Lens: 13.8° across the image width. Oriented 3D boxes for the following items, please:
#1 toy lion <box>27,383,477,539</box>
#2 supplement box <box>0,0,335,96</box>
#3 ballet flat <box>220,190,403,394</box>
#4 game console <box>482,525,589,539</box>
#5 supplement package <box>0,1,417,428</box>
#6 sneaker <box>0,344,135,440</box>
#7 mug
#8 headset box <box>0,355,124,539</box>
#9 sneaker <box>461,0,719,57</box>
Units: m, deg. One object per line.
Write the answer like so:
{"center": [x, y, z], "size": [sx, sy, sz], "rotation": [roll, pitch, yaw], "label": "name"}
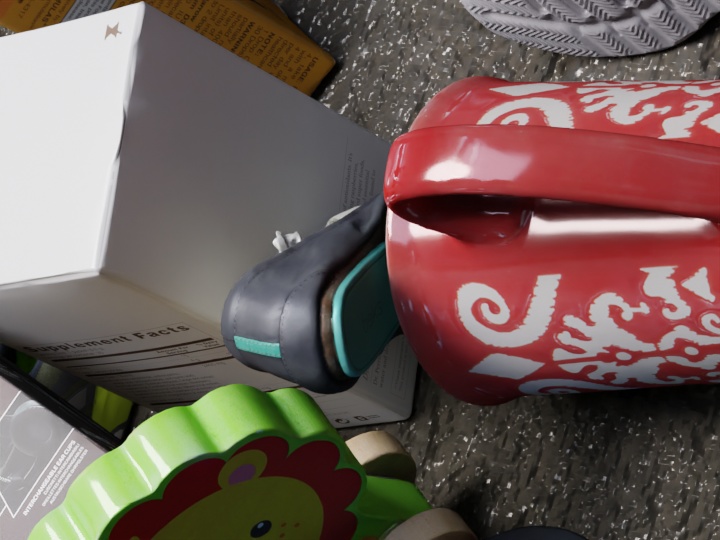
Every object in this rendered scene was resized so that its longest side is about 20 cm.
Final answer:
{"center": [-0.061, 0.131, 1.189], "size": [0.200, 0.191, 0.069], "rotation": [-56, 51, 22], "label": "toy lion"}
{"center": [-0.106, -0.122, 1.364], "size": [0.069, 0.200, 0.067], "rotation": [-55, 44, 11], "label": "supplement box"}
{"center": [0.000, 0.000, 1.222], "size": [0.073, 0.200, 0.073], "rotation": [7, 109, 22], "label": "ballet flat"}
{"center": [0.033, 0.189, 1.129], "size": [0.199, 0.031, 0.177], "rotation": [-20, 46, -14], "label": "game console"}
{"center": [-0.077, -0.016, 1.287], "size": [0.119, 0.200, 0.122], "rotation": [-8, 65, 40], "label": "supplement package"}
{"center": [-0.158, 0.097, 1.395], "size": [0.074, 0.081, 0.201], "rotation": [-17, 60, 37], "label": "sneaker"}
{"center": [0.115, -0.008, 1.138], "size": [0.199, 0.177, 0.134], "rotation": [-1, 104, 38], "label": "mug"}
{"center": [-0.160, 0.080, 1.275], "size": [0.200, 0.149, 0.077], "rotation": [34, 87, 25], "label": "headset box"}
{"center": [0.135, -0.163, 1.262], "size": [0.199, 0.078, 0.113], "rotation": [-12, 55, 34], "label": "sneaker"}
